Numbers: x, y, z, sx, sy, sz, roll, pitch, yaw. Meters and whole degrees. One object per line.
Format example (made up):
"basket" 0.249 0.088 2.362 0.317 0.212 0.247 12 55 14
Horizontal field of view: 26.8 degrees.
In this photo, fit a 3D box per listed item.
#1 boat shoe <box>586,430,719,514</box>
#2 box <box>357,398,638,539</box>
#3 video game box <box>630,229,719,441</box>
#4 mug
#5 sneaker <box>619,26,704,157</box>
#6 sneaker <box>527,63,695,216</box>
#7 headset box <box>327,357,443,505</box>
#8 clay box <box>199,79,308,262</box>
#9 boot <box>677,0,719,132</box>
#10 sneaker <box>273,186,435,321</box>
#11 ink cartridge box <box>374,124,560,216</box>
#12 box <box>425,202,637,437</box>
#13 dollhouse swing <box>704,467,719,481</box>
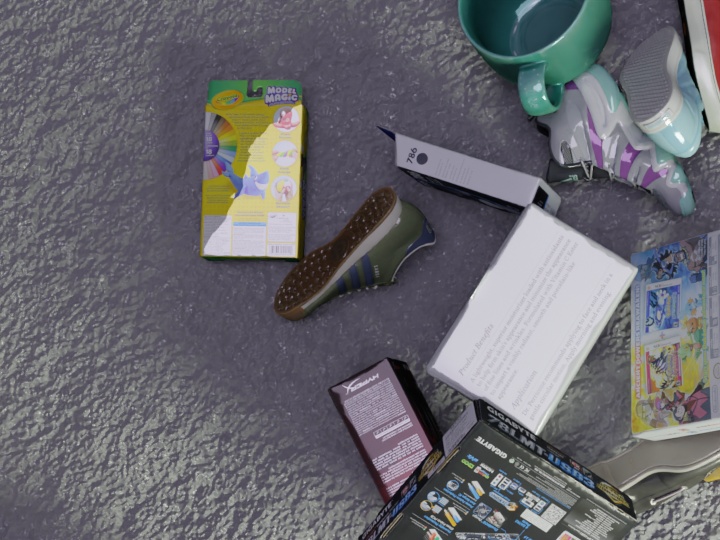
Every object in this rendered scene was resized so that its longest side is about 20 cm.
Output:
"boat shoe" 0.312 0.211 1.589 0.199 0.057 0.067 -26 42 16
"box" 0.133 0.253 1.480 0.199 0.050 0.199 32 112 -15
"video game box" 0.355 0.062 1.531 0.182 0.047 0.201 -16 63 46
"mug" 0.186 -0.260 1.628 0.151 0.114 0.186 27 86 31
"sneaker" 0.325 -0.183 1.603 0.074 0.201 0.082 -30 116 30
"sneaker" 0.259 -0.110 1.639 0.140 0.078 0.200 -37 71 4
"headset box" 0.052 0.198 1.593 0.075 0.149 0.201 -28 80 6
"clay box" -0.118 -0.112 1.702 0.114 0.048 0.202 1 84 8
"boot" 0.422 -0.253 1.631 0.143 0.072 0.202 -6 80 6
"sneaker" 0.000 0.000 1.662 0.200 0.090 0.067 -43 36 24
"ink cartridge box" 0.110 -0.101 1.624 0.199 0.099 0.039 21 89 23
"box" 0.177 0.056 1.566 0.130 0.200 0.200 32 89 8
"dollhouse swing" 0.443 0.114 1.605 0.181 0.176 0.201 -10 80 -35
